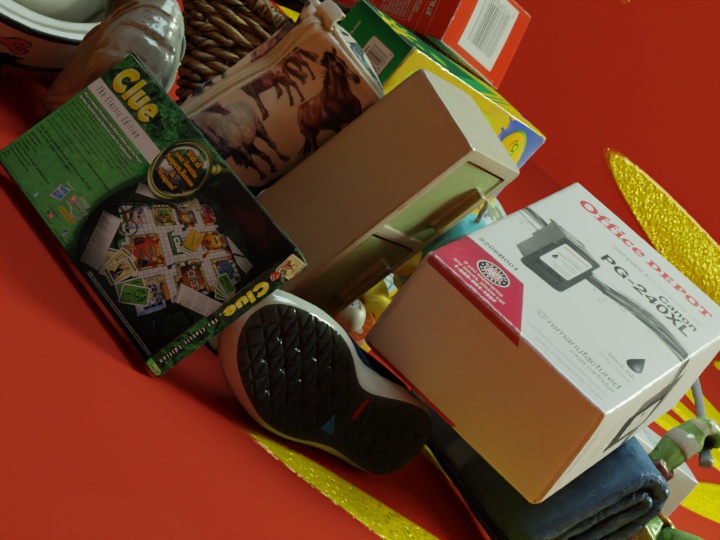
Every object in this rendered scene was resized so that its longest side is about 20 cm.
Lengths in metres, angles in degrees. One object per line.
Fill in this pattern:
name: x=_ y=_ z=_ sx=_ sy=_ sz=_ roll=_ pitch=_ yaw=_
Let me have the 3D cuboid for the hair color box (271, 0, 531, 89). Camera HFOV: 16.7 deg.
hair color box: x=0.008 y=-0.202 z=1.742 sx=0.200 sy=0.064 sz=0.111 roll=25 pitch=-2 yaw=29

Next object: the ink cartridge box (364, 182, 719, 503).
ink cartridge box: x=0.120 y=0.038 z=1.493 sx=0.145 sy=0.083 sz=0.200 roll=43 pitch=32 yaw=14

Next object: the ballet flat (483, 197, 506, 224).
ballet flat: x=0.085 y=0.028 z=1.755 sx=0.071 sy=0.069 sz=0.200 roll=-71 pitch=152 yaw=-68

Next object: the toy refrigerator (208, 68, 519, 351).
toy refrigerator: x=-0.009 y=-0.027 z=1.463 sx=0.070 sy=0.200 sz=0.076 roll=58 pitch=16 yaw=22

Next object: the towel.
towel: x=0.112 y=0.116 z=1.572 sx=0.200 sy=0.112 sz=0.049 roll=53 pitch=-11 yaw=55

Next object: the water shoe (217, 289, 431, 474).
water shoe: x=-0.035 y=0.059 z=1.420 sx=0.079 sy=0.072 sz=0.200 roll=41 pitch=-2 yaw=40

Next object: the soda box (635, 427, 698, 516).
soda box: x=0.160 y=0.118 z=1.869 sx=0.200 sy=0.063 sz=0.068 roll=38 pitch=11 yaw=-16

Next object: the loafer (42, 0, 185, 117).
loafer: x=-0.152 y=-0.122 z=1.551 sx=0.070 sy=0.070 sz=0.200 roll=34 pitch=-19 yaw=-13

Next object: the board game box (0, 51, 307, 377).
board game box: x=-0.121 y=-0.035 z=1.379 sx=0.200 sy=0.105 sz=0.023 roll=50 pitch=-3 yaw=39

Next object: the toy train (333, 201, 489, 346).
toy train: x=0.000 y=0.000 z=1.572 sx=0.150 sy=0.200 sz=0.056 roll=66 pitch=9 yaw=-55

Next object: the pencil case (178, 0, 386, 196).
pencil case: x=-0.078 y=-0.083 z=1.462 sx=0.089 sy=0.200 sz=0.078 roll=42 pitch=18 yaw=-56

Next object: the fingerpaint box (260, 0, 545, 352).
fingerpaint box: x=0.002 y=-0.062 z=1.669 sx=0.167 sy=0.200 sz=0.073 roll=28 pitch=15 yaw=-48

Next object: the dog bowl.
dog bowl: x=-0.224 y=-0.214 z=1.636 sx=0.200 sy=0.074 sz=0.200 roll=19 pitch=50 yaw=-24

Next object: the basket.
basket: x=-0.059 y=-0.156 z=1.810 sx=0.142 sy=0.149 sz=0.200 roll=4 pitch=3 yaw=1

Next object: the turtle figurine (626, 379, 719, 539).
turtle figurine: x=0.220 y=0.171 z=1.641 sx=0.194 sy=0.144 sz=0.200 roll=47 pitch=15 yaw=19
